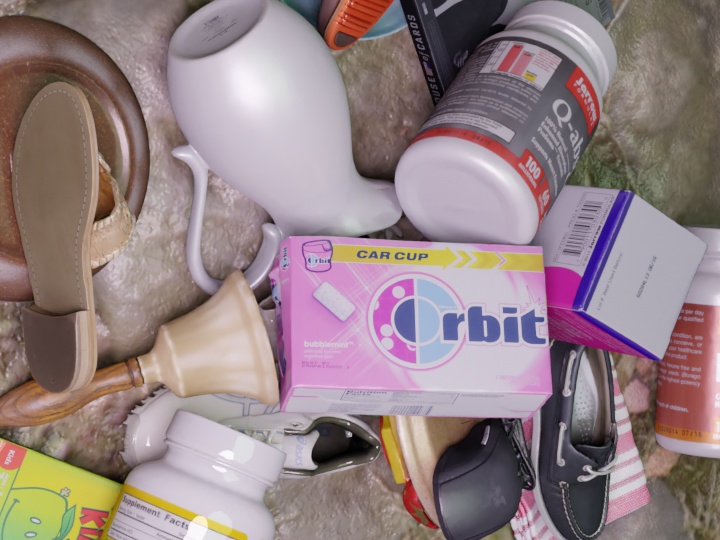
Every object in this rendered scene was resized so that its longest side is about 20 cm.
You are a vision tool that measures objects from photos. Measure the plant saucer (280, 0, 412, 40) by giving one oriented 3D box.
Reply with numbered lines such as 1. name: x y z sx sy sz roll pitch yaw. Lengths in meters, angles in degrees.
1. plant saucer: -0.009 -0.278 1.336 0.200 0.027 0.201 -3 96 -34

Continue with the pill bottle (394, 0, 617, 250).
1. pill bottle: 0.117 -0.112 1.326 0.116 0.116 0.200 54 49 -26

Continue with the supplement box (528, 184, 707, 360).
1. supplement box: 0.159 -0.005 1.374 0.103 0.200 0.101 30 79 -34

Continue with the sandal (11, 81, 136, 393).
1. sandal: -0.188 -0.025 1.184 0.070 0.077 0.212 -13 109 -53

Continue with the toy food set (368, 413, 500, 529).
1. toy food set: 0.060 0.110 1.360 0.200 0.049 0.198 -41 117 -64

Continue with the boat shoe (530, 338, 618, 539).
1. boat shoe: 0.184 0.142 1.454 0.076 0.060 0.201 -25 111 -37

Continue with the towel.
1. towel: 0.179 0.142 1.506 0.146 0.030 0.201 -26 109 -30

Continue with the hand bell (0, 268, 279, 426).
1. hand bell: -0.168 0.076 1.236 0.199 0.104 0.104 -17 105 -12

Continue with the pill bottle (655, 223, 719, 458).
1. pill bottle: 0.323 0.061 1.545 0.112 0.112 0.201 -2 96 -34

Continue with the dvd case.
1. dvd case: 0.122 -0.220 1.413 0.200 0.025 0.151 -40 127 -27

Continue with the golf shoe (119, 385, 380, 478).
1. golf shoe: -0.076 0.122 1.291 0.200 0.097 0.079 -2 98 -32

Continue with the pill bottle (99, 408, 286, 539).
1. pill bottle: -0.127 0.204 1.197 0.112 0.112 0.200 29 79 -33

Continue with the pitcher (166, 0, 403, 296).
1. pitcher: -0.079 -0.086 1.265 0.171 0.121 0.200 -36 126 -9

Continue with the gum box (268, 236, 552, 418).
1. gum box: 0.032 0.042 1.252 0.199 0.066 0.114 2 68 -10

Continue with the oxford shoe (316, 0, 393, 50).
1. oxford shoe: 0.006 -0.265 1.302 0.200 0.072 0.071 -66 157 6

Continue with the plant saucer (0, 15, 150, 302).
1. plant saucer: -0.229 -0.076 1.203 0.200 0.037 0.201 -4 97 -33

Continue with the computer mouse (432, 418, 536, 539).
1. computer mouse: 0.102 0.125 1.328 0.200 0.046 0.141 -20 99 -67

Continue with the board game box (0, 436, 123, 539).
1. board game box: -0.201 0.196 1.243 0.200 0.048 0.102 27 80 -33

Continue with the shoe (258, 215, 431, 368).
1. shoe: 0.000 0.000 1.344 0.200 0.070 0.053 -38 118 -25
